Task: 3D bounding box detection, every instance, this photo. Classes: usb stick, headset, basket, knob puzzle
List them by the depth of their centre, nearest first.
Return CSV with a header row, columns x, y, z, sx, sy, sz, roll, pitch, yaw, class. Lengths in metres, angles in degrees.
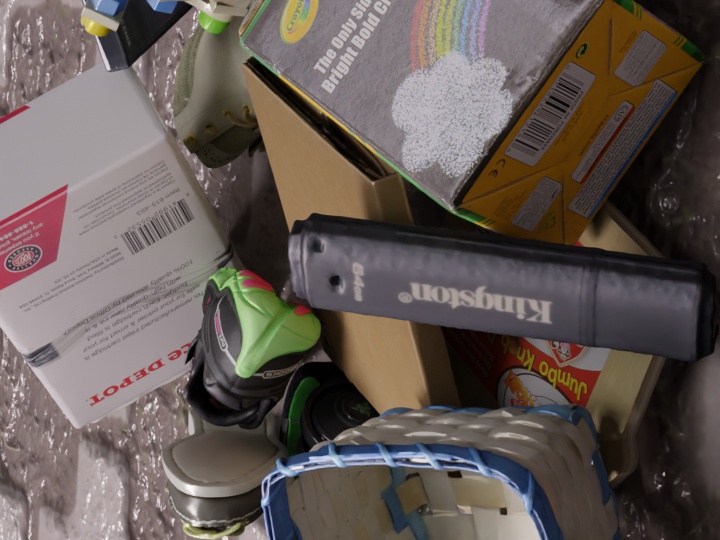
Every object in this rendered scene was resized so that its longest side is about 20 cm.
x,y,z,sx,sy,sz,roll,pitch,yaw,class
0.065,0.007,0.907,0.055,0.200,0.033,82,-159,-49,usb stick
0.028,0.145,0.908,0.176,0.200,0.139,-3,108,38,basket
0.091,0.042,1.021,0.220,0.030,0.220,3,93,57,knob puzzle
0.006,0.127,1.133,0.200,0.094,0.124,-134,47,-64,headset

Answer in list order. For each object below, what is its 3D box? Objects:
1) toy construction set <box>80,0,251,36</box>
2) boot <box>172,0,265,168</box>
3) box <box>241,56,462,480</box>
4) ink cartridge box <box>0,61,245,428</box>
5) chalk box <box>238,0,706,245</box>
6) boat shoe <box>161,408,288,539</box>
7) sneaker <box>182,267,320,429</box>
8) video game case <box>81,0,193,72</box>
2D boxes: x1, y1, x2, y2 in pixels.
x,y,z,sx,sy,sz,roll,pitch,yaw,class
-0.103,-0.219,1.112,0.092,0.131,0.200,-39,54,56,toy construction set
-0.051,-0.095,1.190,0.155,0.072,0.200,-40,53,47,boot
0.000,0.000,1.035,0.163,0.021,0.200,45,155,52,box
-0.160,-0.013,1.208,0.084,0.145,0.200,58,175,38,ink cartridge box
0.038,-0.118,0.947,0.200,0.124,0.124,41,102,31,chalk box
-0.080,0.126,1.166,0.202,0.072,0.060,-99,14,-84,boat shoe
-0.074,0.048,1.149,0.084,0.077,0.200,-56,0,-6,sneaker
-0.132,-0.220,1.188,0.019,0.200,0.143,-8,113,21,video game case
